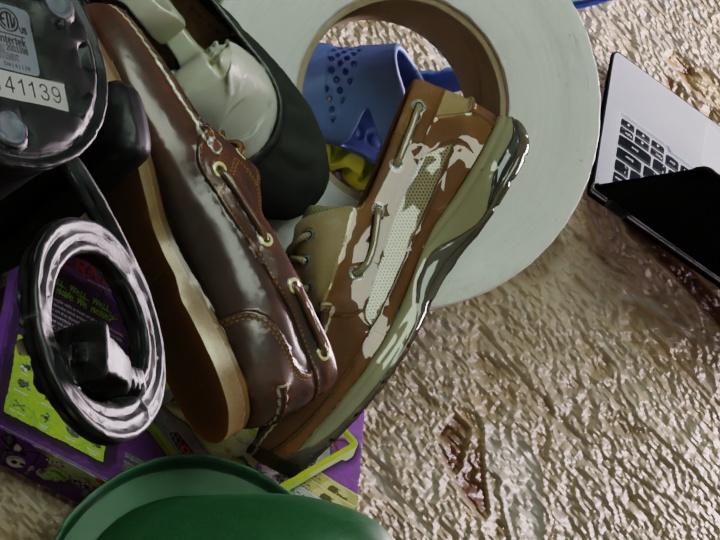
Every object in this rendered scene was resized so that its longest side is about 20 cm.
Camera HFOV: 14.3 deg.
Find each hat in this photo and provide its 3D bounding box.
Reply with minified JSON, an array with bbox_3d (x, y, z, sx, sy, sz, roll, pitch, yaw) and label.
[{"bbox_3d":[-0.008,0.127,1.181,0.199,0.176,0.166,-19,81,-42],"label":"hat"}]

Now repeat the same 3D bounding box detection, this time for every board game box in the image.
[{"bbox_3d":[-0.086,0.068,1.301,0.199,0.032,0.121,30,46,-24],"label":"board game box"}]

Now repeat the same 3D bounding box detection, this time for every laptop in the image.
[{"bbox_3d":[0.237,-0.042,1.631,0.187,0.116,0.201,34,40,-18],"label":"laptop"}]

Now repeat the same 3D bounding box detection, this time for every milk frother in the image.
[{"bbox_3d":[-0.181,-0.006,1.143,0.180,0.188,0.201,28,45,-32],"label":"milk frother"}]

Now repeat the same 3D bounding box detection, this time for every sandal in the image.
[{"bbox_3d":[-0.006,-0.091,1.467,0.199,0.087,0.080,23,46,-26],"label":"sandal"}]

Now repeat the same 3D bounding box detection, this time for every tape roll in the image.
[{"bbox_3d":[0.012,-0.077,1.396,0.201,0.071,0.204,1,86,-13],"label":"tape roll"}]

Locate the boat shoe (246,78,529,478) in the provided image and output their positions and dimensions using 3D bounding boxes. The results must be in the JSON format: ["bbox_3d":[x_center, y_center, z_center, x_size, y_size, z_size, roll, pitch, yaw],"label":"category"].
[{"bbox_3d":[0.000,0.000,1.320,0.074,0.076,0.201,34,72,-3],"label":"boat shoe"}]

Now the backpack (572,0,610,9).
[{"bbox_3d":[0.117,-0.253,1.645,0.147,0.182,0.201,10,58,-64],"label":"backpack"}]

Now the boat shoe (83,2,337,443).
[{"bbox_3d":[-0.075,-0.026,1.254,0.070,0.070,0.201,-23,91,-28],"label":"boat shoe"}]

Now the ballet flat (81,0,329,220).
[{"bbox_3d":[-0.088,-0.102,1.304,0.200,0.068,0.068,51,6,-4],"label":"ballet flat"}]
